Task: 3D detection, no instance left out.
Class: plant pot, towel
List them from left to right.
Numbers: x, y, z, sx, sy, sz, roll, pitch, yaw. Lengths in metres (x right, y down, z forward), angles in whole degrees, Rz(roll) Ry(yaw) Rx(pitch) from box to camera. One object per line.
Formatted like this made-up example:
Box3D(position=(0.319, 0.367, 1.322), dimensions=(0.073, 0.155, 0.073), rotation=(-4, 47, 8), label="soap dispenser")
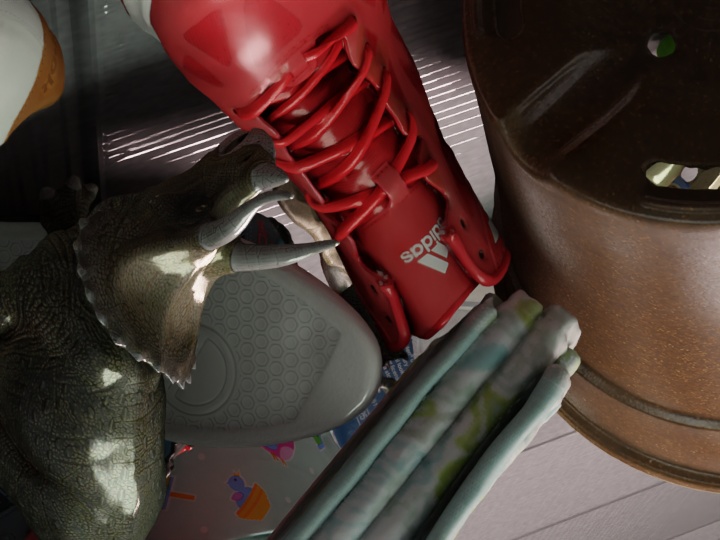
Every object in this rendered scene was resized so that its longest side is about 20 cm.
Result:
Box3D(position=(-0.006, 0.098, 0.739), dimensions=(0.200, 0.048, 0.171), rotation=(-50, 178, -9), label="towel")
Box3D(position=(0.122, -0.049, 0.717), dimensions=(0.200, 0.200, 0.198), rotation=(-24, 155, 5), label="plant pot")

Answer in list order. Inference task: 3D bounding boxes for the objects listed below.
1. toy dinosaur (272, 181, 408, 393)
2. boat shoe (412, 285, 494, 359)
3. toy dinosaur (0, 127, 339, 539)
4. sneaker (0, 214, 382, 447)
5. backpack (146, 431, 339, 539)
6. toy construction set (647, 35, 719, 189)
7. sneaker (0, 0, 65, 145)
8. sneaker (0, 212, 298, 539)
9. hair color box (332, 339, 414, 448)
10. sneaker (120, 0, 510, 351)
Box3D(position=(0.000, 0.000, 0.857), dimensions=(0.047, 0.088, 0.200), rotation=(-9, 166, 16), label="toy dinosaur")
Box3D(position=(0.118, 0.039, 0.996), dimensions=(0.200, 0.069, 0.072), rotation=(6, -178, 11), label="boat shoe")
Box3D(position=(-0.086, 0.039, 0.644), dimensions=(0.077, 0.102, 0.200), rotation=(-5, 125, -36), label="toy dinosaur")
Box3D(position=(-0.068, 0.013, 0.743), dimensions=(0.200, 0.071, 0.099), rotation=(8, -174, 27), label="sneaker")
Box3D(position=(-0.097, 0.120, 0.968), dimensions=(0.200, 0.154, 0.176), rotation=(-30, 154, 30), label="backpack")
Box3D(position=(0.148, -0.035, 0.922), dimensions=(0.131, 0.092, 0.200), rotation=(-38, 164, 11), label="toy construction set")
Box3D(position=(-0.167, -0.015, 0.616), dimensions=(0.200, 0.073, 0.085), rotation=(-29, 160, 15), label="sneaker")
Box3D(position=(-0.105, 0.042, 0.831), dimensions=(0.200, 0.096, 0.079), rotation=(-50, -172, -17), label="sneaker")
Box3D(position=(0.081, 0.032, 1.093), dimensions=(0.200, 0.061, 0.100), rotation=(-27, 163, 10), label="hair color box")
Box3D(position=(0.002, -0.044, 0.657), dimensions=(0.078, 0.116, 0.200), rotation=(-35, 165, 8), label="sneaker")
